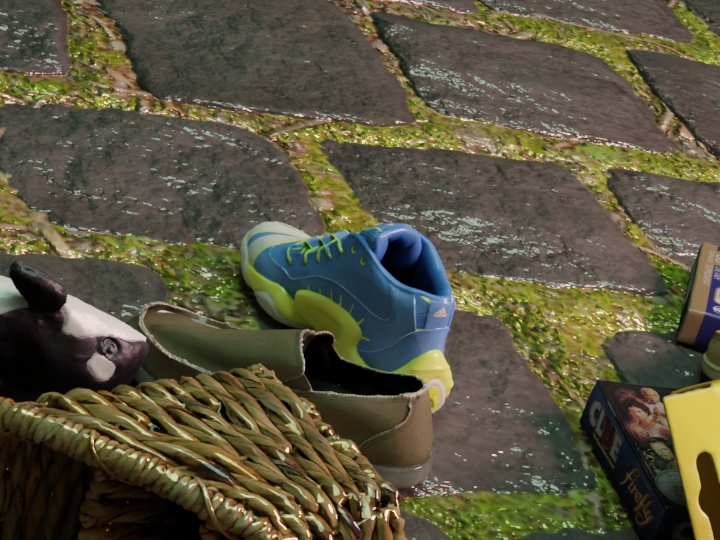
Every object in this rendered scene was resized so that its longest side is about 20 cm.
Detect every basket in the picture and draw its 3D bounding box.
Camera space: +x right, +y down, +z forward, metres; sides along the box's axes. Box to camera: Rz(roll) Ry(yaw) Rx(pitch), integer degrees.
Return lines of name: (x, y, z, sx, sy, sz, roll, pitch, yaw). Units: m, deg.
basket: (-0.084, 0.158, 0.908, 0.148, 0.201, 0.143, -6, 35, -41)

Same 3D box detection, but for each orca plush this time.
orca plush: (-0.217, 0.036, 1.202, 0.199, 0.105, 0.071, 29, 60, -29)

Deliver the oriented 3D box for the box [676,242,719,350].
box: (0.326, 0.046, 1.544, 0.199, 0.033, 0.121, 20, 27, 4)

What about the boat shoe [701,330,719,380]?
boat shoe: (0.278, 0.050, 1.399, 0.074, 0.067, 0.200, 8, 2, -16)

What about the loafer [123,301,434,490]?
loafer: (-0.044, 0.057, 1.265, 0.199, 0.070, 0.075, 21, 27, 7)

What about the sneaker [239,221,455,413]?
sneaker: (0.000, 0.000, 1.359, 0.075, 0.106, 0.200, -7, 36, -39)

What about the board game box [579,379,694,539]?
board game box: (0.248, 0.127, 1.340, 0.199, 0.035, 0.136, 7, 28, -19)

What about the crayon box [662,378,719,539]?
crayon box: (0.257, 0.113, 1.247, 0.199, 0.128, 0.051, -10, -5, -25)
